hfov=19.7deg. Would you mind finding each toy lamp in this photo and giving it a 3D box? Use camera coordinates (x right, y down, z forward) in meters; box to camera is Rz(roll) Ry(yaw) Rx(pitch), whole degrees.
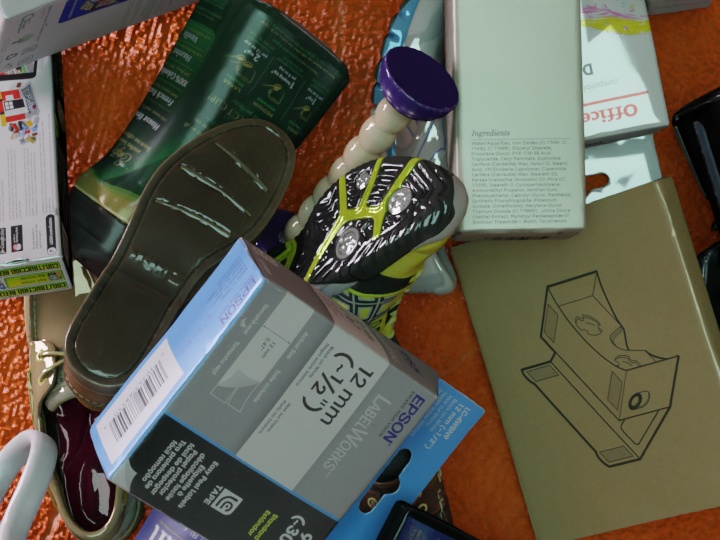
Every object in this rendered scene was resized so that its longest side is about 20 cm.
[{"bbox_3d":[-0.016,-0.051,1.257,0.058,0.058,0.200,39,125,1],"label":"toy lamp"}]

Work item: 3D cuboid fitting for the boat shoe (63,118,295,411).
[{"bbox_3d":[-0.112,-0.005,1.233,0.072,0.068,0.200,36,68,7],"label":"boat shoe"}]

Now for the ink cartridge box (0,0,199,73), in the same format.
[{"bbox_3d":[-0.143,-0.182,1.277,0.199,0.099,0.039,-22,81,-23],"label":"ink cartridge box"}]

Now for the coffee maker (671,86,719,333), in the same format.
[{"bbox_3d":[0.288,-0.027,1.258,0.134,0.191,0.202,-16,89,-42],"label":"coffee maker"}]

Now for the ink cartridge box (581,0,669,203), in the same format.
[{"bbox_3d":[0.127,-0.135,1.318,0.116,0.067,0.202,-12,88,-1],"label":"ink cartridge box"}]

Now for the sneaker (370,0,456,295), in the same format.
[{"bbox_3d":[0.048,-0.079,1.309,0.086,0.075,0.202,11,96,16],"label":"sneaker"}]

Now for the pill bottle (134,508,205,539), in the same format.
[{"bbox_3d":[-0.105,0.215,1.286,0.111,0.111,0.201,31,89,1],"label":"pill bottle"}]

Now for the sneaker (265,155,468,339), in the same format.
[{"bbox_3d":[0.000,0.000,1.224,0.076,0.200,0.076,27,48,-29],"label":"sneaker"}]

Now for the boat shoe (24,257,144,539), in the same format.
[{"bbox_3d":[-0.174,0.075,1.313,0.073,0.066,0.202,-12,88,0],"label":"boat shoe"}]

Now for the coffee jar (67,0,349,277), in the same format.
[{"bbox_3d":[-0.102,-0.074,1.300,0.104,0.085,0.201,36,88,-34],"label":"coffee jar"}]

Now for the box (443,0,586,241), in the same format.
[{"bbox_3d":[0.091,-0.120,1.248,0.081,0.068,0.202,0,86,-2],"label":"box"}]

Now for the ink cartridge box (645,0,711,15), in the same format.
[{"bbox_3d":[0.184,-0.248,1.256,0.057,0.200,0.164,-9,89,2],"label":"ink cartridge box"}]

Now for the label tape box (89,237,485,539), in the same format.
[{"bbox_3d":[-0.031,0.097,1.180,0.199,0.066,0.144,35,98,-26],"label":"label tape box"}]

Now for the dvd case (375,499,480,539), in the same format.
[{"bbox_3d":[0.057,0.236,1.269,0.199,0.017,0.144,31,85,-40],"label":"dvd case"}]

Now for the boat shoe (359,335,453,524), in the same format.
[{"bbox_3d":[0.016,0.130,1.311,0.070,0.070,0.202,-17,90,-2],"label":"boat shoe"}]

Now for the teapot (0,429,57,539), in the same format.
[{"bbox_3d":[-0.266,0.214,1.265,0.198,0.146,0.199,-11,113,-7],"label":"teapot"}]

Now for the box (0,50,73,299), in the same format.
[{"bbox_3d":[-0.238,-0.072,1.283,0.109,0.035,0.201,-8,56,1],"label":"box"}]

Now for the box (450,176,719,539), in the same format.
[{"bbox_3d":[0.152,0.059,1.291,0.163,0.021,0.202,-18,87,36],"label":"box"}]
